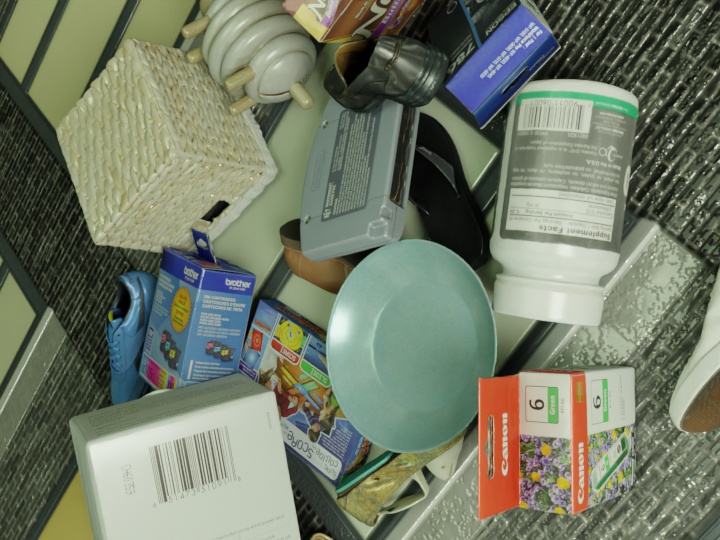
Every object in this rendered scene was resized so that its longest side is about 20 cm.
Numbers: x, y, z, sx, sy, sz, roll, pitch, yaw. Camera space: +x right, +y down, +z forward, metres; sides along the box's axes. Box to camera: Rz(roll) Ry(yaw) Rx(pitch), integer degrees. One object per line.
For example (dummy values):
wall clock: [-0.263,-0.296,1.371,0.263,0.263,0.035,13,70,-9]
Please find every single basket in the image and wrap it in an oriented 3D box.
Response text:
basket: [-0.245,-0.151,1.028,0.198,0.161,0.200,-39,63,30]

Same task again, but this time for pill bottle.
pill bottle: [0.174,-0.057,0.725,0.113,0.113,0.201,9,92,38]

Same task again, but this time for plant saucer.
plant saucer: [0.052,0.072,0.789,0.201,0.039,0.202,-8,78,39]

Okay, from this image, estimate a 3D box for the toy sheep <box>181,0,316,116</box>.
toy sheep: [-0.121,-0.256,0.959,0.138,0.138,0.200,-44,75,26]

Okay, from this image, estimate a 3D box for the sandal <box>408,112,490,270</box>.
sandal: [0.072,-0.090,0.848,0.076,0.043,0.200,-42,61,28]

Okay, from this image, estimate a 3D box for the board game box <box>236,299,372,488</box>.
board game box: [-0.062,0.136,0.941,0.200,0.034,0.136,31,106,35]

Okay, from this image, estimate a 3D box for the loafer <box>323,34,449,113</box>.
loafer: [0.006,-0.201,0.807,0.200,0.072,0.073,11,79,62]

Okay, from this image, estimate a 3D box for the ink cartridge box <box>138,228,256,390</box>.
ink cartridge box: [-0.198,0.054,1.008,0.136,0.076,0.201,19,96,55]

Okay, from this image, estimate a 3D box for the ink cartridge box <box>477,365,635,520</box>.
ink cartridge box: [0.163,0.134,0.663,0.050,0.200,0.109,-3,85,38]

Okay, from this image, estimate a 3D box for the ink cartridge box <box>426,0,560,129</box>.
ink cartridge box: [0.116,-0.220,0.766,0.099,0.039,0.200,-45,28,25]

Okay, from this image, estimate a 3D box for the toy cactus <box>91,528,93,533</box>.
toy cactus: [-0.286,0.308,1.076,0.200,0.102,0.165,-38,55,39]

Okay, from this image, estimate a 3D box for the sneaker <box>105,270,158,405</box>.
sneaker: [-0.321,0.097,1.119,0.066,0.078,0.201,20,100,35]

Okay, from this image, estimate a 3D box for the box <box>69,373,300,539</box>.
box: [-0.186,0.236,0.884,0.131,0.199,0.201,6,107,65]

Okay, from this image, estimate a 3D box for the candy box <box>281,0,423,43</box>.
candy box: [0.014,-0.283,0.810,0.056,0.200,0.117,45,115,7]

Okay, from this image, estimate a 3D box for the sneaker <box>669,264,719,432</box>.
sneaker: [0.307,0.039,0.658,0.200,0.073,0.085,-62,25,24]

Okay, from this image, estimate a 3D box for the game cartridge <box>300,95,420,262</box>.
game cartridge: [-0.003,-0.109,0.859,0.133,0.041,0.200,-16,57,46]

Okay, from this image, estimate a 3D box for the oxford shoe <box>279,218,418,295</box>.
oxford shoe: [0.000,0.000,0.899,0.200,0.071,0.071,20,129,34]

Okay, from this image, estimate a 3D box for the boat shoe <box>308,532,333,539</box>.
boat shoe: [0.001,0.349,0.853,0.200,0.074,0.069,30,111,36]

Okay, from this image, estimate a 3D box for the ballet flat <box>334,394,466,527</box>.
ballet flat: [0.057,0.195,0.834,0.200,0.071,0.071,-44,62,26]
